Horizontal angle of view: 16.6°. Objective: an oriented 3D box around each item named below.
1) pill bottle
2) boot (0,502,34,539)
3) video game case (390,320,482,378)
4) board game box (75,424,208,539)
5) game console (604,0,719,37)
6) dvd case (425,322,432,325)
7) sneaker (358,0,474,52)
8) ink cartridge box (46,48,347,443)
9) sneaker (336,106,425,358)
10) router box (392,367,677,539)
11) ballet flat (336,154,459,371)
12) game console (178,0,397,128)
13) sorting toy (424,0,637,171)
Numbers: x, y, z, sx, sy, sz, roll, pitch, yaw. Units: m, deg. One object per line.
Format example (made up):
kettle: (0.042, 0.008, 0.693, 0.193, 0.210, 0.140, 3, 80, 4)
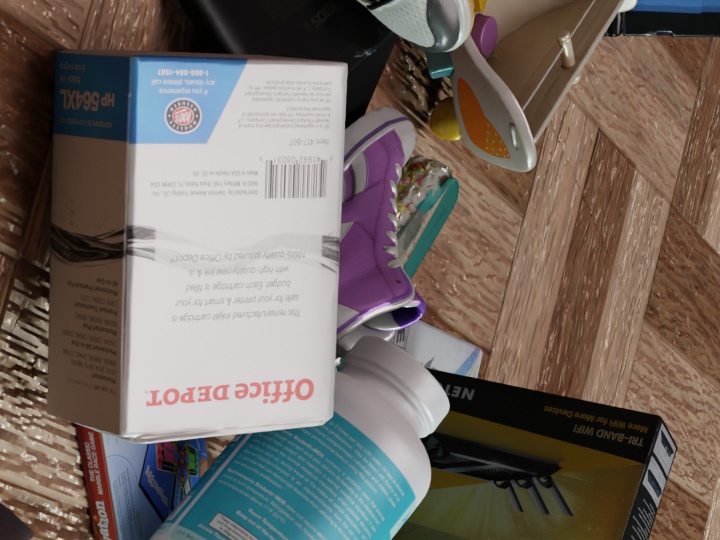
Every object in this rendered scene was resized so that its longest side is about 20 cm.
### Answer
pill bottle: (-0.033, 0.134, 1.442, 0.200, 0.110, 0.111, -50, 144, -19)
boot: (-0.184, 0.226, 1.204, 0.188, 0.068, 0.200, 43, 47, -10)
video game case: (0.024, 0.135, 1.713, 0.182, 0.022, 0.201, 25, 76, -63)
board game box: (-0.128, 0.083, 1.428, 0.103, 0.019, 0.201, -44, 136, -49)
game console: (0.229, -0.273, 1.927, 0.171, 0.118, 0.201, -29, 123, -59)
dvd case: (0.000, 0.132, 1.710, 0.200, 0.017, 0.144, -31, 125, -58)
sneaker: (-0.019, -0.192, 1.439, 0.200, 0.076, 0.088, 47, 52, -14)
ink cartridge box: (-0.089, -0.016, 1.332, 0.145, 0.084, 0.201, -2, 98, -40)
sneaker: (0.004, -0.016, 1.544, 0.201, 0.114, 0.073, -49, 168, -40)
router box: (0.087, 0.155, 1.600, 0.052, 0.199, 0.158, 54, 51, -56)
ballet flat: (0.000, 0.000, 1.613, 0.076, 0.064, 0.200, 94, 22, -50)
game console: (-0.055, -0.131, 1.506, 0.176, 0.116, 0.200, 58, 39, -12)
sorting toy: (0.094, -0.201, 1.708, 0.200, 0.106, 0.181, -56, 138, -40)
